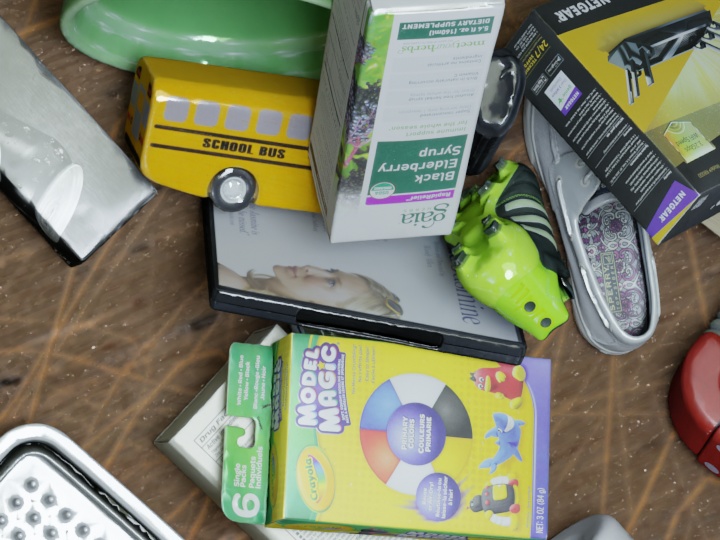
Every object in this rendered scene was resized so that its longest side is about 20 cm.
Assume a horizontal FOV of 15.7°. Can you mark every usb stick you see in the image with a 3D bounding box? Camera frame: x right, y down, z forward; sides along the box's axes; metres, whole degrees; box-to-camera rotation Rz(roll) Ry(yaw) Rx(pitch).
[{"bbox_3d":[0.078,-0.096,1.616,0.032,0.200,0.056,9,85,-1],"label":"usb stick"}]

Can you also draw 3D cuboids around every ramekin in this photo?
[{"bbox_3d":[-0.082,-0.187,1.593,0.199,0.200,0.098,5,77,-12],"label":"ramekin"}]

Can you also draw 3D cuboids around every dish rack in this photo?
[{"bbox_3d":[-0.208,0.214,1.609,0.172,0.044,0.200,42,78,-6],"label":"dish rack"}]

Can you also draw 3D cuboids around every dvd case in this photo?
[{"bbox_3d":[0.000,0.000,1.630,0.199,0.143,0.018,11,118,-12],"label":"dvd case"}]

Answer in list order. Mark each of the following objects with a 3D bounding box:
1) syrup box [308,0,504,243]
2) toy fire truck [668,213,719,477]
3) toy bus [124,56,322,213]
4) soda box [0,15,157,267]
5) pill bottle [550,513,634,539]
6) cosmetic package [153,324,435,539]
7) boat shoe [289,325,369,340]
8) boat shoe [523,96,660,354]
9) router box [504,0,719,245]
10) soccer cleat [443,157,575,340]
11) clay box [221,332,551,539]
[{"bbox_3d":[0.024,-0.109,1.516,0.078,0.201,0.082,-4,50,-13],"label":"syrup box"},{"bbox_3d":[0.254,0.027,1.699,0.200,0.129,0.176,38,76,9],"label":"toy fire truck"},{"bbox_3d":[-0.045,-0.079,1.635,0.199,0.065,0.079,6,109,-18],"label":"toy bus"},{"bbox_3d":[-0.219,-0.098,1.619,0.071,0.063,0.200,-43,95,-12],"label":"soda box"},{"bbox_3d":[0.178,0.265,1.654,0.120,0.120,0.200,-43,96,-12],"label":"pill bottle"},{"bbox_3d":[-0.022,0.140,1.641,0.200,0.073,0.104,45,77,-6],"label":"cosmetic package"},{"bbox_3d":[0.034,0.072,1.664,0.200,0.062,0.072,45,78,-5],"label":"boat shoe"},{"bbox_3d":[0.154,-0.045,1.697,0.071,0.068,0.201,-6,87,-13],"label":"boat shoe"},{"bbox_3d":[0.202,-0.116,1.649,0.157,0.052,0.200,49,42,13],"label":"router box"},{"bbox_3d":[0.095,-0.012,1.626,0.067,0.200,0.081,-41,102,15],"label":"soccer cleat"},{"bbox_3d":[0.017,0.104,1.592,0.199,0.048,0.116,6,77,-19],"label":"clay box"}]
